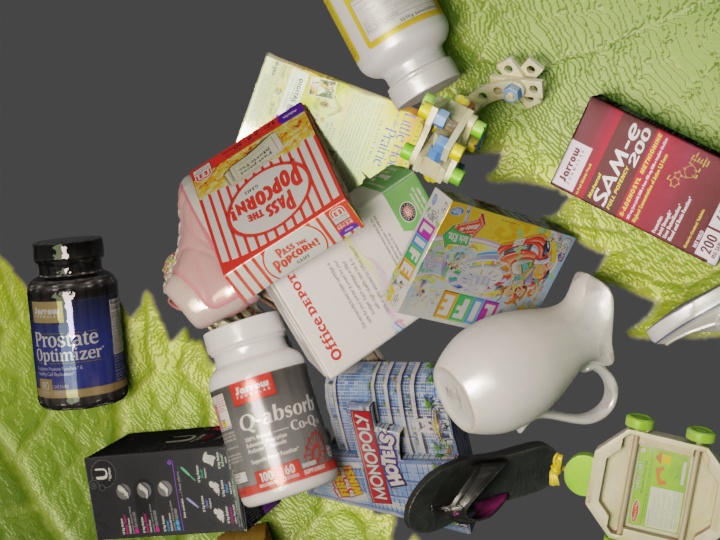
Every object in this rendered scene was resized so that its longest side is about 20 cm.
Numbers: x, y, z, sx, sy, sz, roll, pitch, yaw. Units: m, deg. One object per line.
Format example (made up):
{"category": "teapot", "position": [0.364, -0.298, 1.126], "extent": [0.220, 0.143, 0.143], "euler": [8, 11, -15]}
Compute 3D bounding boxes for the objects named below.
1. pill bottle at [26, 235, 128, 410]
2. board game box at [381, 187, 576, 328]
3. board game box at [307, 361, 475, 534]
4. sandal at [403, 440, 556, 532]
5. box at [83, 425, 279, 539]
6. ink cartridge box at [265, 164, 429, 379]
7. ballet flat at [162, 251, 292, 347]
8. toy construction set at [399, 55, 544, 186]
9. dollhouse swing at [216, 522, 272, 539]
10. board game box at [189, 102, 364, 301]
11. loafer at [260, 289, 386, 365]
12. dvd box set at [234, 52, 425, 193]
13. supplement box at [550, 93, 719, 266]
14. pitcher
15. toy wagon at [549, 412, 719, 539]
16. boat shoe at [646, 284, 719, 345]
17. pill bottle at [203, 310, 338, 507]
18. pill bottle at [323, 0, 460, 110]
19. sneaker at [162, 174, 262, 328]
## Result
{"category": "pill bottle", "position": [-0.348, 0.062, 1.757], "extent": [0.111, 0.112, 0.202], "euler": [-3, 97, 18]}
{"category": "board game box", "position": [0.131, -0.004, 1.559], "extent": [0.034, 0.199, 0.135], "euler": [42, 112, 46]}
{"category": "board game box", "position": [0.024, 0.203, 1.656], "extent": [0.198, 0.062, 0.201], "euler": [-2, 120, 23]}
{"category": "sandal", "position": [0.140, 0.240, 1.594], "extent": [0.199, 0.048, 0.076], "euler": [-18, 115, -23]}
{"category": "box", "position": [-0.213, 0.253, 1.733], "extent": [0.198, 0.122, 0.107], "euler": [-7, 96, 18]}
{"category": "ink cartridge box", "position": [0.000, 0.000, 1.582], "extent": [0.199, 0.084, 0.145], "euler": [-34, 110, -11]}
{"category": "ballet flat", "position": [-0.165, 0.047, 1.721], "extent": [0.200, 0.064, 0.076], "euler": [38, 108, 10]}
{"category": "toy construction set", "position": [0.114, -0.165, 1.555], "extent": [0.092, 0.200, 0.132], "euler": [37, 138, 18]}
{"category": "dollhouse swing", "position": [-0.165, 0.433, 1.726], "extent": [0.175, 0.182, 0.201], "euler": [-17, 93, -1]}
{"category": "board game box", "position": [-0.093, -0.077, 1.542], "extent": [0.151, 0.200, 0.046], "euler": [-32, 130, 6]}
{"category": "loafer", "position": [-0.057, 0.063, 1.677], "extent": [0.200, 0.072, 0.063], "euler": [45, 68, 10]}
{"category": "dvd box set", "position": [-0.037, -0.146, 1.640], "extent": [0.199, 0.029, 0.147], "euler": [20, 96, 1]}
{"category": "supplement box", "position": [0.318, -0.099, 1.549], "extent": [0.199, 0.061, 0.109], "euler": [27, 105, 13]}
{"category": "pitcher", "position": [0.189, 0.117, 1.561], "extent": [0.199, 0.121, 0.173], "euler": [-26, 110, -21]}
{"category": "toy wagon", "position": [0.312, 0.239, 1.608], "extent": [0.198, 0.040, 0.156], "euler": [12, 100, 17]}
{"category": "boat shoe", "position": [0.404, 0.041, 1.534], "extent": [0.199, 0.074, 0.066], "euler": [-29, 84, 20]}
{"category": "pill bottle", "position": [-0.106, 0.156, 1.623], "extent": [0.115, 0.116, 0.201], "euler": [-20, 84, 19]}
{"category": "pill bottle", "position": [0.029, -0.285, 1.589], "extent": [0.112, 0.112, 0.201], "euler": [-28, 89, 19]}
{"category": "sneaker", "position": [-0.196, -0.018, 1.676], "extent": [0.104, 0.075, 0.201], "euler": [-34, 55, 9]}
